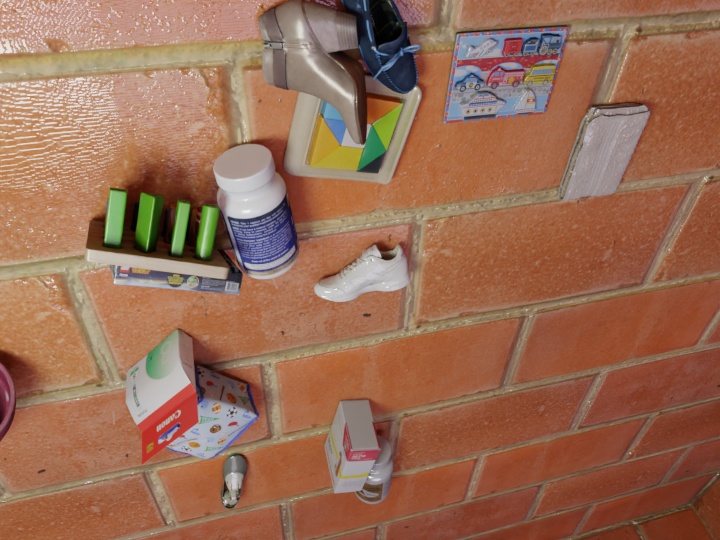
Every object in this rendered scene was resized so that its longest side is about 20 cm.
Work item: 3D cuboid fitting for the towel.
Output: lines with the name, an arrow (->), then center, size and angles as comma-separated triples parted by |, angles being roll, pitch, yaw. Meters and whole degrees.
towel -> 0.468, -0.224, 1.109 | 0.129, 0.035, 0.203 | -8, 134, -12

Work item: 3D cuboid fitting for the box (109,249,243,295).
box -> -0.306, -0.009, 0.945 | 0.196, 0.136, 0.041 | 7, 105, -31

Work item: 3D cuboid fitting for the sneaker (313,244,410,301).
sneaker -> 0.000, 0.000, 1.136 | 0.195, 0.075, 0.102 | -13, 116, -8

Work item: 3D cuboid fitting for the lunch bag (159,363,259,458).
lunch bag -> -0.352, 0.321, 1.257 | 0.169, 0.125, 0.200 | 31, 108, -39

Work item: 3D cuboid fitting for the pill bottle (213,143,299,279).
pill bottle -> -0.169, -0.094, 0.940 | 0.113, 0.117, 0.203 | -14, 135, -6

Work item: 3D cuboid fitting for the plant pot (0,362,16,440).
plant pot -> -0.734, 0.269, 1.034 | 0.195, 0.204, 0.179 | 9, 144, -27

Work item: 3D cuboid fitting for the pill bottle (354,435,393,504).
pill bottle -> 0.037, 0.559, 1.621 | 0.111, 0.116, 0.203 | -8, 134, -12

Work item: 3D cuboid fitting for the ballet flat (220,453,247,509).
ballet flat -> -0.336, 0.569, 1.532 | 0.066, 0.064, 0.203 | 0, 131, -20

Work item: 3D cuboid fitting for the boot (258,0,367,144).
boot -> -0.067, -0.278, 0.822 | 0.142, 0.071, 0.205 | 0, 121, 9

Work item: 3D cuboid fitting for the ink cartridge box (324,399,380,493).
ink cartridge box -> -0.025, 0.454, 1.479 | 0.081, 0.147, 0.203 | 2, 131, -19

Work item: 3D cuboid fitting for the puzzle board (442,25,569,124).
puzzle board -> 0.238, -0.319, 0.950 | 0.194, 0.018, 0.153 | -8, 133, -12

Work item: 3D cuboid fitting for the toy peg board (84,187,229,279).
toy peg board -> -0.309, -0.073, 0.885 | 0.195, 0.199, 0.100 | 9, 102, -26

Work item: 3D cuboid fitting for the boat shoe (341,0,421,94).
boat shoe -> 0.032, -0.328, 0.816 | 0.085, 0.068, 0.200 | -50, 134, -4

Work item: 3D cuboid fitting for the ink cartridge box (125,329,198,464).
ink cartridge box -> -0.388, 0.240, 1.111 | 0.160, 0.202, 0.050 | -37, 133, 16

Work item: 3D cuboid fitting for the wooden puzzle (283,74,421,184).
wooden puzzle -> -0.014, -0.225, 0.932 | 0.195, 0.038, 0.188 | 3, 130, -22
